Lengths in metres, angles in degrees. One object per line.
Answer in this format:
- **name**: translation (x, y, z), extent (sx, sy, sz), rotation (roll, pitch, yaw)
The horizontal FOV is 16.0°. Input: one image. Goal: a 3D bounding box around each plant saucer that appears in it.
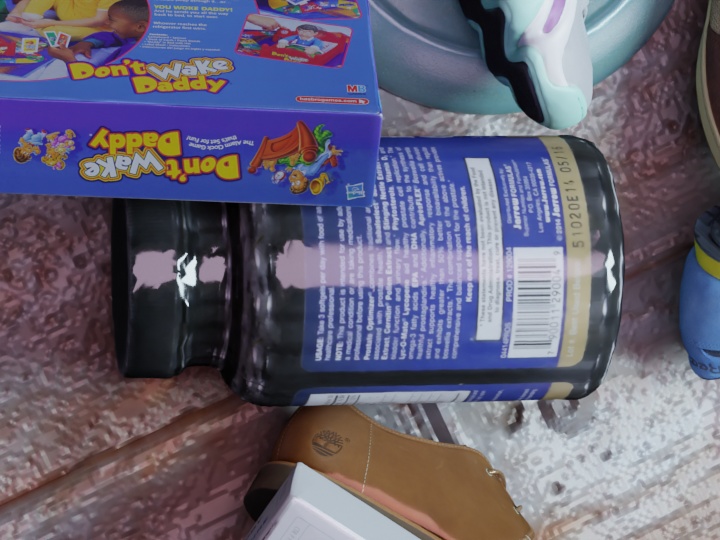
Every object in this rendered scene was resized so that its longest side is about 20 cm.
- **plant saucer**: translation (0.056, -0.169, 1.117), extent (0.200, 0.027, 0.201), rotation (1, 86, -10)

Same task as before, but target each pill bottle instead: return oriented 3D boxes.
- **pill bottle**: translation (0.000, 0.000, 1.054), extent (0.200, 0.112, 0.112), rotation (0, 87, -11)

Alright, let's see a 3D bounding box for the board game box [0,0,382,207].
- **board game box**: translation (-0.095, -0.084, 1.023), extent (0.200, 0.135, 0.045), rotation (2, 126, -5)

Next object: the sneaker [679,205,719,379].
- **sneaker**: translation (0.229, 0.000, 1.130), extent (0.200, 0.066, 0.079), rotation (-13, 125, -20)

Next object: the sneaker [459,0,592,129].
- **sneaker**: translation (0.102, -0.169, 1.073), extent (0.140, 0.078, 0.200), rotation (-17, 91, -10)

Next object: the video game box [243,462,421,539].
- **video game box**: translation (0.006, 0.205, 1.045), extent (0.200, 0.047, 0.182), rotation (34, 104, -7)

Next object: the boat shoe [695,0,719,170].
- **boat shoe**: translation (0.186, -0.111, 1.088), extent (0.072, 0.072, 0.200), rotation (3, 68, -8)

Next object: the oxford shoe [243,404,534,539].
- **oxford shoe**: translation (0.052, 0.115, 1.083), extent (0.200, 0.071, 0.071), rotation (33, 59, -12)
